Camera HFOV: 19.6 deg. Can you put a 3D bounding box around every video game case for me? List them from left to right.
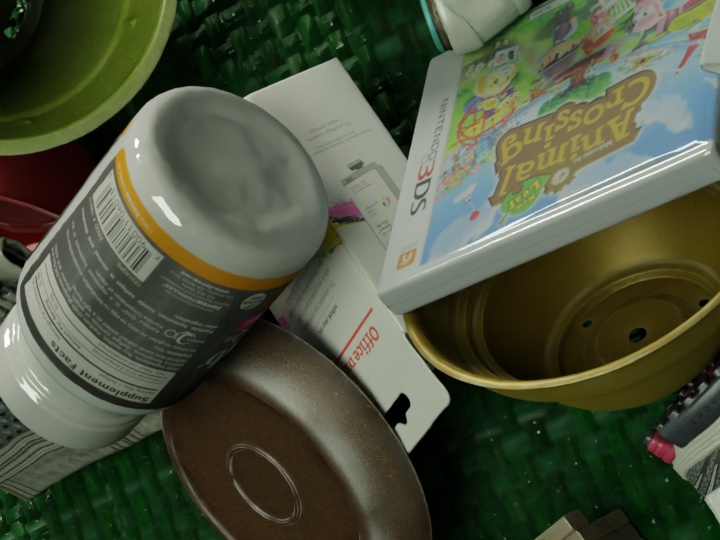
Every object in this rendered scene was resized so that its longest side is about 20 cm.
[{"bbox_3d":[0.102,-0.080,1.047,0.200,0.182,0.022,-24,127,34],"label":"video game case"}]

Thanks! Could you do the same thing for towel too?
[{"bbox_3d":[-0.212,0.070,1.272,0.200,0.192,0.035,-28,41,33],"label":"towel"}]

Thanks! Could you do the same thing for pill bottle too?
[{"bbox_3d":[-0.112,0.004,1.107,0.116,0.116,0.200,56,132,15],"label":"pill bottle"}]

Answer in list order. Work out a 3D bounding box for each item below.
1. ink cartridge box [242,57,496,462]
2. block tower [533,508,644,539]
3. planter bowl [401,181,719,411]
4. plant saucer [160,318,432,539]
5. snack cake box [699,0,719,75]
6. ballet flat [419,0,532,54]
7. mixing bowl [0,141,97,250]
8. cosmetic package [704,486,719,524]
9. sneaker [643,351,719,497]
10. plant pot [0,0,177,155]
[{"bbox_3d":[0.000,0.000,1.151,0.200,0.067,0.117,57,151,14],"label":"ink cartridge box"},{"bbox_3d":[0.162,0.217,1.103,0.054,0.058,0.200,-45,74,30],"label":"block tower"},{"bbox_3d":[0.128,0.009,1.053,0.200,0.201,0.084,-4,134,35],"label":"planter bowl"},{"bbox_3d":[-0.047,0.115,1.192,0.200,0.032,0.200,29,139,29],"label":"plant saucer"},{"bbox_3d":[0.246,-0.108,0.911,0.115,0.200,0.067,21,108,30],"label":"snack cake box"},{"bbox_3d":[0.041,-0.215,1.126,0.069,0.069,0.200,-25,81,34],"label":"ballet flat"},{"bbox_3d":[-0.220,-0.021,1.272,0.200,0.200,0.109,-27,40,34],"label":"mixing bowl"},{"bbox_3d":[0.269,0.090,0.972,0.200,0.051,0.083,-35,62,13],"label":"cosmetic package"},{"bbox_3d":[0.229,0.041,1.026,0.075,0.081,0.200,42,125,3],"label":"sneaker"},{"bbox_3d":[-0.227,-0.171,1.222,0.190,0.200,0.201,-166,72,-69],"label":"plant pot"}]
